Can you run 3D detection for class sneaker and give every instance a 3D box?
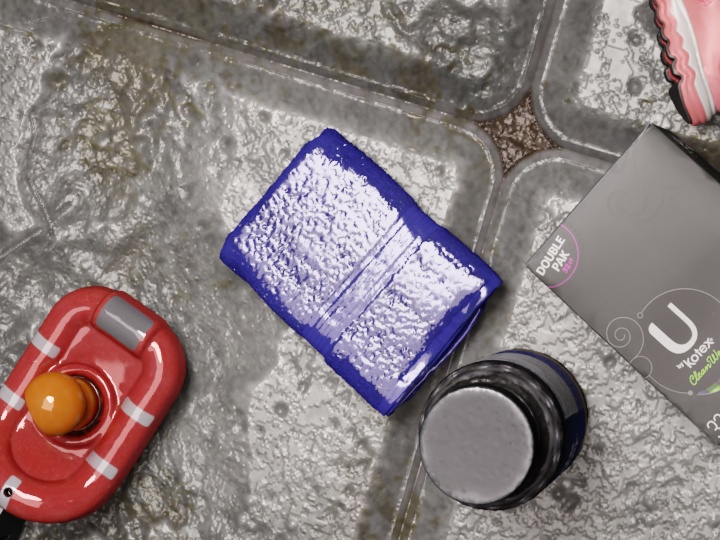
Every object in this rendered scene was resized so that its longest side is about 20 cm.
[{"bbox_3d":[0.264,-0.217,1.590,0.086,0.074,0.201,-14,93,1],"label":"sneaker"}]

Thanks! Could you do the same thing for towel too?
[{"bbox_3d":[0.000,0.000,1.674,0.200,0.050,0.148,43,95,10],"label":"towel"}]

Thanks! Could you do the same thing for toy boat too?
[{"bbox_3d":[-0.239,0.111,1.686,0.130,0.131,0.201,33,92,11],"label":"toy boat"}]

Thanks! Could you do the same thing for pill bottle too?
[{"bbox_3d":[0.106,0.121,1.568,0.111,0.200,0.113,1,93,14],"label":"pill bottle"}]

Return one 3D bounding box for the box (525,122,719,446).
[{"bbox_3d":[0.250,0.008,1.565,0.200,0.124,0.149,44,100,10],"label":"box"}]

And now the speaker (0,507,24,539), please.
[{"bbox_3d":[-0.387,0.194,1.763,0.199,0.081,0.082,22,98,14],"label":"speaker"}]
